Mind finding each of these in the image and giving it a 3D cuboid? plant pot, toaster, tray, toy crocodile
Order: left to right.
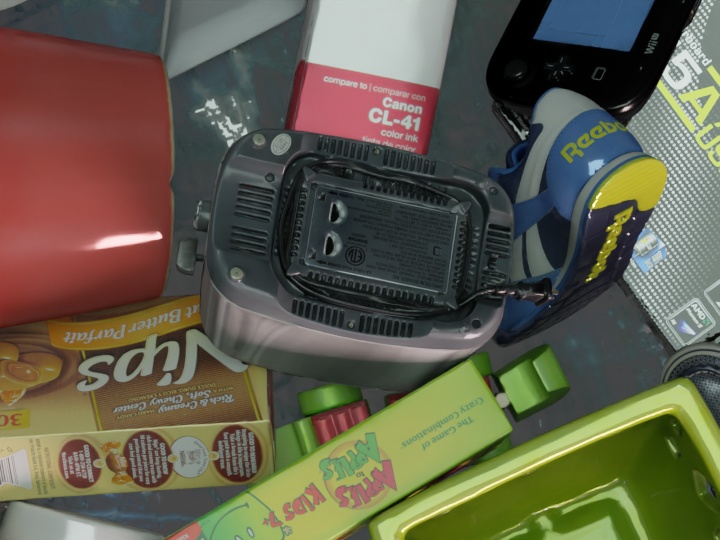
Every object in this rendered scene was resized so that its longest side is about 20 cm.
[{"bbox_3d":[-0.201,-0.054,1.505,0.177,0.200,0.201,-1,85,-11],"label":"plant pot"},{"bbox_3d":[-0.069,-0.188,1.499,0.107,0.200,0.022,-28,69,-22],"label":"tray"},{"bbox_3d":[0.000,0.000,1.461,0.200,0.129,0.114,10,71,-8],"label":"toaster"},{"bbox_3d":[0.025,0.090,1.551,0.200,0.062,0.068,-13,86,-1],"label":"toy crocodile"},{"bbox_3d":[0.127,0.188,1.485,0.200,0.181,0.199,-24,87,-3],"label":"plant pot"}]

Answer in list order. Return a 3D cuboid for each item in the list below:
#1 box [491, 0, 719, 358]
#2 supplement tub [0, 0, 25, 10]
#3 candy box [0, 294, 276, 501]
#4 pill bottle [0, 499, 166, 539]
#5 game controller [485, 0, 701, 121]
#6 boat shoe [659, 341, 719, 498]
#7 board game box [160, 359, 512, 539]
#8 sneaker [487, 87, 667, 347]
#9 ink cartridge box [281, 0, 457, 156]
[{"bbox_3d":[0.212,-0.076,1.574,0.193,0.048,0.200,-35,87,-1],"label":"box"},{"bbox_3d":[-0.232,-0.261,1.503,0.144,0.145,0.200,-7,57,-1],"label":"supplement tub"},{"bbox_3d":[-0.150,0.073,1.523,0.200,0.055,0.116,-3,40,-1],"label":"candy box"},{"bbox_3d":[-0.180,0.239,1.510,0.113,0.113,0.200,13,85,0],"label":"pill bottle"},{"bbox_3d":[0.151,-0.166,1.539,0.104,0.042,0.200,4,54,36],"label":"game controller"},{"bbox_3d":[0.239,0.129,1.499,0.075,0.093,0.200,-41,86,17],"label":"boat shoe"},{"bbox_3d":[-0.016,0.125,1.460,0.200,0.102,0.048,-30,83,-7],"label":"board game box"},{"bbox_3d":[0.111,-0.029,1.509,0.074,0.200,0.082,-27,68,-31],"label":"sneaker"},{"bbox_3d":[0.012,-0.155,1.528,0.085,0.148,0.200,13,86,-2],"label":"ink cartridge box"}]
